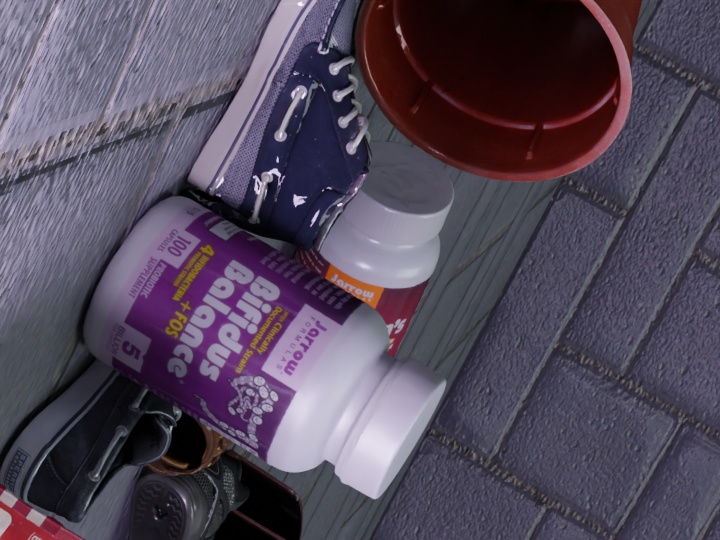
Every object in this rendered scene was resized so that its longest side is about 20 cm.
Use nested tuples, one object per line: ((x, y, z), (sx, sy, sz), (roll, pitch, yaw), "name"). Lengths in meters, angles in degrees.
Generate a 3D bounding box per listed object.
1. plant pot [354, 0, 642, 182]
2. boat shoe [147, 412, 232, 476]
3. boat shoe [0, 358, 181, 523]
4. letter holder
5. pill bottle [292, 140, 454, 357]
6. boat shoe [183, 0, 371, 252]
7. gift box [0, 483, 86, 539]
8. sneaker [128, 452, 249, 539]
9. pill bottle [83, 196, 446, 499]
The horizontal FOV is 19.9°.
((0.122, -0.203, 1.489), (0.201, 0.200, 0.195), (111, 5, -47), "plant pot")
((-0.120, 0.102, 1.391), (0.068, 0.072, 0.200), (-43, -178, -29), "boat shoe")
((-0.144, 0.090, 1.274), (0.200, 0.068, 0.072), (-47, 165, -58), "boat shoe")
((-0.095, 0.278, 1.920), (0.101, 0.142, 0.200), (-55, 170, -27), "letter holder")
((0.000, 0.000, 1.662), (0.110, 0.109, 0.200), (-49, 166, -51), "pill bottle")
((-0.021, -0.106, 1.255), (0.200, 0.093, 0.075), (-61, 171, 9), "boat shoe")
((-0.190, 0.201, 1.010), (0.200, 0.184, 0.187), (-49, 165, -26), "gift box")
((-0.144, 0.214, 1.653), (0.114, 0.076, 0.200), (-39, 153, -50), "sneaker")
((-0.054, 0.049, 1.219), (0.112, 0.200, 0.112), (-58, 171, -15), "pill bottle")
